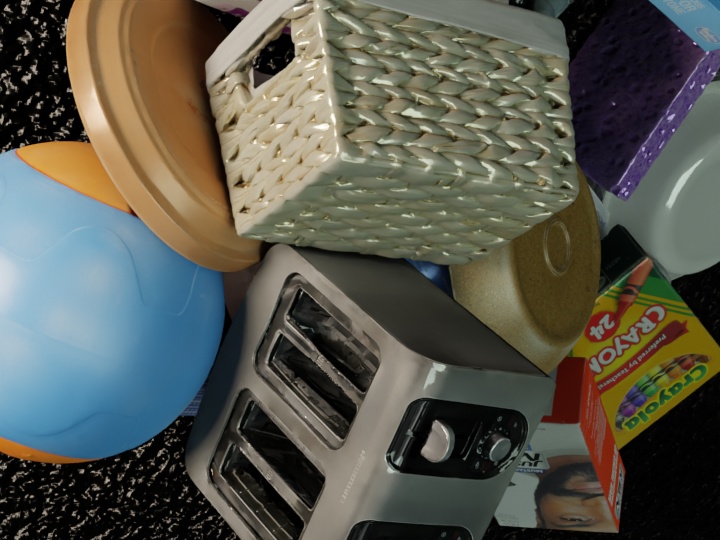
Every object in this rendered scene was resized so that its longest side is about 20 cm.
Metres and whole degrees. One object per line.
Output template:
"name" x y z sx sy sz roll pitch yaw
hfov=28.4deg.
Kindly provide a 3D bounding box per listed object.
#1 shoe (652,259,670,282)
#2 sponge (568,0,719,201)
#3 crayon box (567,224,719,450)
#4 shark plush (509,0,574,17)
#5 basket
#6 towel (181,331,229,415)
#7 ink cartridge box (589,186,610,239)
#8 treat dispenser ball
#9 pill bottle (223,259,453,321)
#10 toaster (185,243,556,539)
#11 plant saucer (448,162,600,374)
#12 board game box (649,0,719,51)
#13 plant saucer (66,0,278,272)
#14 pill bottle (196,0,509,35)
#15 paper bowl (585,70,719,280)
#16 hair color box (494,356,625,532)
"shoe" 0.175 0.046 1.243 0.200 0.091 0.071 -46 129 14
"sponge" 0.228 -0.166 1.138 0.030 0.112 0.201 24 104 -46
"crayon box" 0.223 0.067 1.186 0.127 0.051 0.200 -40 130 9
"shark plush" 0.161 -0.230 1.023 0.200 0.083 0.091 -45 138 -41
"basket" 0.024 -0.087 0.863 0.199 0.124 0.135 5 156 -34
"towel" -0.097 0.079 1.039 0.144 0.199 0.024 8 71 -42
"ink cartridge box" 0.114 -0.075 1.125 0.200 0.093 0.045 44 52 -44
"treat dispenser ball" -0.185 0.020 0.896 0.200 0.201 0.202 -19 129 -25
"pill bottle" 0.000 0.000 1.063 0.199 0.113 0.113 -23 133 1
"toaster" -0.002 0.090 0.886 0.118 0.200 0.182 9 113 -43
"plant saucer" 0.128 -0.016 1.027 0.200 0.035 0.202 6 82 -55
"board game box" 0.240 -0.284 1.024 0.153 0.040 0.201 30 66 -34
"plant saucer" -0.103 -0.097 0.887 0.032 0.202 0.200 -24 142 24
"pill bottle" -0.006 -0.197 0.914 0.199 0.112 0.113 16 110 -28
"paper bowl" 0.278 -0.078 1.243 0.199 0.104 0.202 -20 129 -26
"hair color box" 0.148 0.146 1.172 0.200 0.110 0.064 60 36 -52
